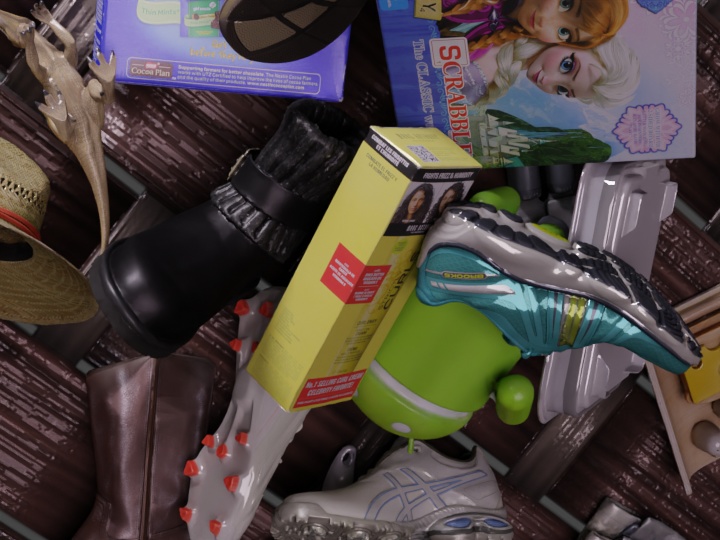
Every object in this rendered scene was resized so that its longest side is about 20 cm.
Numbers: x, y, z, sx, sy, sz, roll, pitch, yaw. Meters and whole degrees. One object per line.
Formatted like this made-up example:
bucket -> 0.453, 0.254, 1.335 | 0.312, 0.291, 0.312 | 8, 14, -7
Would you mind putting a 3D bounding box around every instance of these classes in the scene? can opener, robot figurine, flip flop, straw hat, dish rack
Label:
can opener -> 0.139, -0.070, 1.078 | 0.052, 0.066, 0.202 | -12, 102, -15
robot figurine -> 0.062, 0.036, 1.044 | 0.175, 0.116, 0.201 | 41, 113, 11
flip flop -> -0.021, -0.212, 0.920 | 0.201, 0.057, 0.081 | -54, 145, -14
straw hat -> -0.255, -0.044, 0.950 | 0.200, 0.201, 0.086 | 23, 65, -19
dish rack -> 0.185, 0.008, 1.058 | 0.043, 0.171, 0.202 | 13, 102, 23

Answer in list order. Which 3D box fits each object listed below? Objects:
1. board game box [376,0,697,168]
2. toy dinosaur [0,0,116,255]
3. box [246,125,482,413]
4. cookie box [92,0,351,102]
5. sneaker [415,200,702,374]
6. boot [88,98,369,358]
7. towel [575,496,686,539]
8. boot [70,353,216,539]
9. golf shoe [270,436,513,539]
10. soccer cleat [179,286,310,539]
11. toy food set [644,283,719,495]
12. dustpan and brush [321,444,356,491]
board game box -> 0.113, -0.154, 0.923 | 0.198, 0.041, 0.201 | -3, 134, 11
toy dinosaur -> -0.183, -0.100, 0.938 | 0.058, 0.101, 0.201 | -21, 78, -17
box -> 0.000, 0.000, 0.965 | 0.075, 0.050, 0.201 | -5, 131, -52
cookie box -> -0.086, -0.223, 0.967 | 0.170, 0.075, 0.202 | 3, 105, -17
sneaker -> 0.129, 0.022, 0.953 | 0.199, 0.078, 0.080 | 23, 111, -7
boot -> -0.075, -0.034, 0.943 | 0.158, 0.211, 0.080 | -38, 92, 23
towel -> 0.225, 0.310, 1.217 | 0.192, 0.035, 0.201 | 31, 95, -20
boot -> -0.196, 0.151, 1.047 | 0.185, 0.064, 0.202 | -5, 110, -27
golf shoe -> 0.019, 0.170, 1.098 | 0.199, 0.078, 0.098 | 9, 60, -30
soccer cleat -> -0.070, 0.112, 1.050 | 0.077, 0.069, 0.202 | 20, 84, -44
toy food set -> 0.327, 0.078, 1.166 | 0.199, 0.060, 0.144 | -25, 110, -7
dustpan and brush -> -0.036, 0.234, 1.125 | 0.139, 0.057, 0.201 | 15, 107, -29
